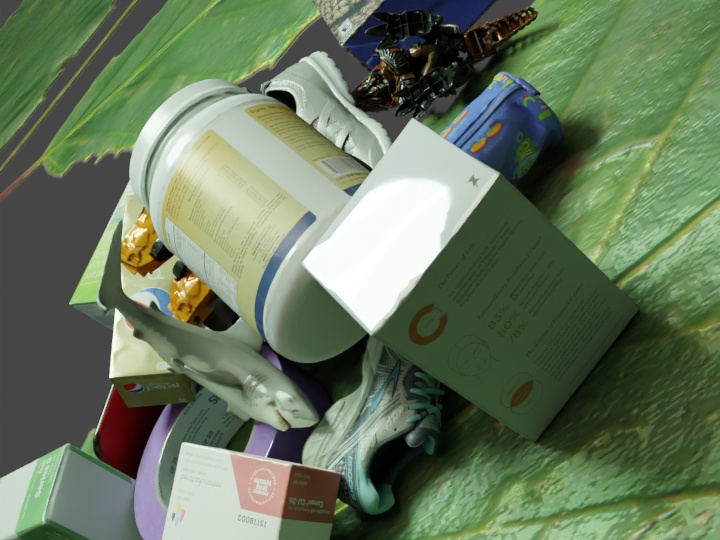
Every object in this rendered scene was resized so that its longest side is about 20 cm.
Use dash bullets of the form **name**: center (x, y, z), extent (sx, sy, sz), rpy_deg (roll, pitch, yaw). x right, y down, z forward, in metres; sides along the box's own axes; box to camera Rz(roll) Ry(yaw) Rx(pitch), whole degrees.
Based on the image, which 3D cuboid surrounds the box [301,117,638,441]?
- **box**: center (0.079, 0.012, 0.766), extent (0.125, 0.200, 0.097), rpy_deg (-51, 43, 2)

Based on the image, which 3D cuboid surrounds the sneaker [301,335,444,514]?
- **sneaker**: center (0.040, 0.100, 0.882), extent (0.086, 0.077, 0.201), rpy_deg (29, 91, 45)

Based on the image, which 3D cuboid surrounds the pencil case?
- **pencil case**: center (0.079, -0.076, 0.925), extent (0.078, 0.087, 0.200), rpy_deg (41, 76, 22)

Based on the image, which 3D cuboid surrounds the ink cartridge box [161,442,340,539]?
- **ink cartridge box**: center (-0.094, 0.240, 0.849), extent (0.116, 0.067, 0.202), rpy_deg (3, 78, 36)

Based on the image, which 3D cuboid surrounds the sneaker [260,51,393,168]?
- **sneaker**: center (-0.028, -0.123, 1.099), extent (0.081, 0.075, 0.201), rpy_deg (-24, 59, -18)

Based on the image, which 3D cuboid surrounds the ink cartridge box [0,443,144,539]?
- **ink cartridge box**: center (-0.289, 0.258, 1.075), extent (0.199, 0.145, 0.088), rpy_deg (-30, 39, 33)

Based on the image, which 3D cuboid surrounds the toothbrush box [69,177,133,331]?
- **toothbrush box**: center (-0.239, -0.030, 1.334), extent (0.145, 0.086, 0.201), rpy_deg (-5, 55, 50)

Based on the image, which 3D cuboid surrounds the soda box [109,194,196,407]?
- **soda box**: center (-0.190, 0.024, 1.068), extent (0.067, 0.064, 0.202), rpy_deg (-5, 58, 4)

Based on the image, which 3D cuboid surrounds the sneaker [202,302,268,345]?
- **sneaker**: center (-0.082, 0.031, 1.004), extent (0.199, 0.077, 0.091), rpy_deg (-7, 13, 39)

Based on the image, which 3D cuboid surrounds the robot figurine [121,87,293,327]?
- **robot figurine**: center (-0.118, -0.058, 0.981), extent (0.145, 0.058, 0.200), rpy_deg (42, 95, 16)

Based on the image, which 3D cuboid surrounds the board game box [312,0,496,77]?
- **board game box**: center (0.040, -0.308, 1.219), extent (0.159, 0.097, 0.201), rpy_deg (-45, 34, 13)

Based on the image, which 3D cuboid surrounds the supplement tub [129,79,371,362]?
- **supplement tub**: center (-0.068, -0.042, 0.850), extent (0.200, 0.144, 0.145), rpy_deg (40, 94, 29)

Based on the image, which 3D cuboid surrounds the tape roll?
- **tape roll**: center (-0.116, 0.167, 1.012), extent (0.199, 0.065, 0.201), rpy_deg (-33, 38, 31)

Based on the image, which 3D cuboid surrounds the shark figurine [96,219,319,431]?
- **shark figurine**: center (-0.124, 0.050, 0.922), extent (0.090, 0.214, 0.128), rpy_deg (-57, 7, -18)

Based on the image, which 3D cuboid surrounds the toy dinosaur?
- **toy dinosaur**: center (0.070, -0.209, 1.089), extent (0.200, 0.102, 0.136), rpy_deg (-45, -10, 24)

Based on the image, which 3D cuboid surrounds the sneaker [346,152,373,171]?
- **sneaker**: center (-0.070, -0.069, 1.048), extent (0.198, 0.092, 0.077), rpy_deg (-1, 84, 16)

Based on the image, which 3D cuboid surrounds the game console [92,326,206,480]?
- **game console**: center (-0.244, 0.127, 1.164), extent (0.171, 0.118, 0.202), rpy_deg (-18, 46, 42)
